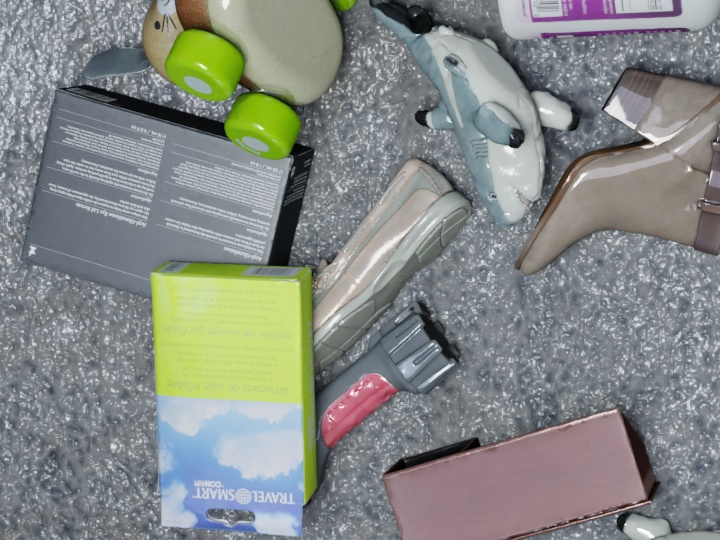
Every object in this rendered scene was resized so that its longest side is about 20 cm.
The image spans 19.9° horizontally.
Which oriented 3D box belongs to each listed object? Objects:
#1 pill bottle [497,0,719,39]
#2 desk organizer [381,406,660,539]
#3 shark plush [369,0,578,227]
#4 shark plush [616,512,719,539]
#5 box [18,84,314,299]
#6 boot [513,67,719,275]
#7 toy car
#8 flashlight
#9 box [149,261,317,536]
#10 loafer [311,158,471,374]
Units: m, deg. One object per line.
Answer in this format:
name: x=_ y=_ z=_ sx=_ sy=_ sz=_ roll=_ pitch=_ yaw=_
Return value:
pill bottle: x=0.202 y=-0.228 z=1.489 sx=0.198 sy=0.112 sz=0.113 roll=-1 pitch=98 yaw=13
desk organizer: x=0.123 y=0.163 z=1.590 sx=0.199 sy=0.072 sz=0.078 roll=-18 pitch=92 yaw=15
shark plush: x=0.067 y=-0.129 z=1.538 sx=0.200 sy=0.091 sz=0.083 roll=44 pitch=127 yaw=7
shark plush: x=0.273 y=0.239 z=1.590 sx=0.198 sy=0.091 sz=0.084 roll=-6 pitch=118 yaw=-7
box: x=-0.152 y=-0.052 z=1.616 sx=0.199 sy=0.079 sz=0.142 roll=17 pitch=100 yaw=9
boot: x=0.223 y=-0.050 z=1.537 sx=0.146 sy=0.070 sz=0.201 roll=30 pitch=110 yaw=0
toy car: x=-0.124 y=-0.193 z=1.559 sx=0.199 sy=0.158 sz=0.165 roll=8 pitch=66 yaw=37
flashlight: x=-0.009 y=0.116 z=1.616 sx=0.200 sy=0.068 sz=0.068 roll=-39 pitch=115 yaw=15
box: x=-0.095 y=0.097 z=1.569 sx=0.121 sy=0.048 sz=0.202 roll=3 pitch=104 yaw=14
loafer: x=0.000 y=0.000 z=1.601 sx=0.200 sy=0.072 sz=0.063 roll=-46 pitch=70 yaw=9
